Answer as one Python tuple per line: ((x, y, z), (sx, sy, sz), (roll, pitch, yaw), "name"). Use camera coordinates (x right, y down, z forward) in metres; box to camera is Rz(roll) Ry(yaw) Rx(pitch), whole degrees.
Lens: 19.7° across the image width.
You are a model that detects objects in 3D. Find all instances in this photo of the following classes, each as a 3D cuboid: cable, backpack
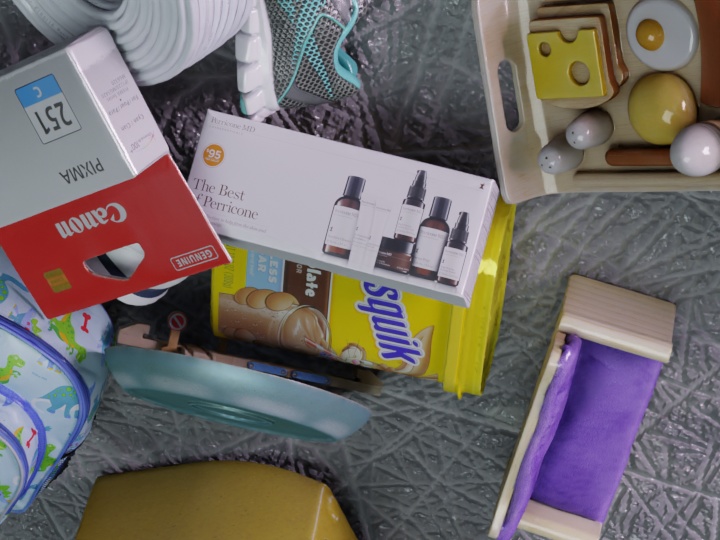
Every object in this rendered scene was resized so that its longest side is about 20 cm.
((-0.160, -0.212, 1.308), (0.199, 0.069, 0.201), (8, 131, 44), "cable")
((-0.283, 0.085, 1.539), (0.183, 0.147, 0.200), (31, 132, -8), "backpack")

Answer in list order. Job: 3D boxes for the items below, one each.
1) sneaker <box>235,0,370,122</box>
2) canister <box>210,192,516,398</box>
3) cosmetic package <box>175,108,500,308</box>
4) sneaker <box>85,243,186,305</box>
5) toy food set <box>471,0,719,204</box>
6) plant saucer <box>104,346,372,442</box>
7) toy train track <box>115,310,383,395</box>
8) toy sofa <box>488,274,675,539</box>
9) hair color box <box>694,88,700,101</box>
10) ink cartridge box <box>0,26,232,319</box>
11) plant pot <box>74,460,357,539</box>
((-0.038, -0.190, 1.348), (0.091, 0.078, 0.201), (-3, 129, -2), "sneaker")
((0.000, 0.000, 1.454), (0.199, 0.087, 0.149), (11, 126, 9), "canister")
((-0.015, -0.042, 1.370), (0.199, 0.083, 0.051), (14, 172, 11), "cosmetic package")
((-0.186, -0.071, 1.442), (0.200, 0.076, 0.080), (45, 136, -7), "sneaker")
((0.162, -0.111, 1.293), (0.199, 0.060, 0.144), (1, 109, 40), "toy food set")
((-0.091, 0.093, 1.499), (0.199, 0.028, 0.200), (14, 170, 2), "plant saucer")
((-0.079, 0.057, 1.530), (0.199, 0.115, 0.033), (13, 91, -11), "toy train track")
((0.158, 0.113, 1.485), (0.082, 0.098, 0.201), (17, 126, 3), "toy sofa")
((0.303, -0.080, 1.333), (0.200, 0.061, 0.102), (35, 125, -12), "hair color box")
((-0.203, -0.051, 1.378), (0.199, 0.045, 0.177), (-17, 107, 41), "ink cartridge box")
((-0.097, 0.263, 1.608), (0.199, 0.195, 0.196), (-18, 119, 18), "plant pot")
